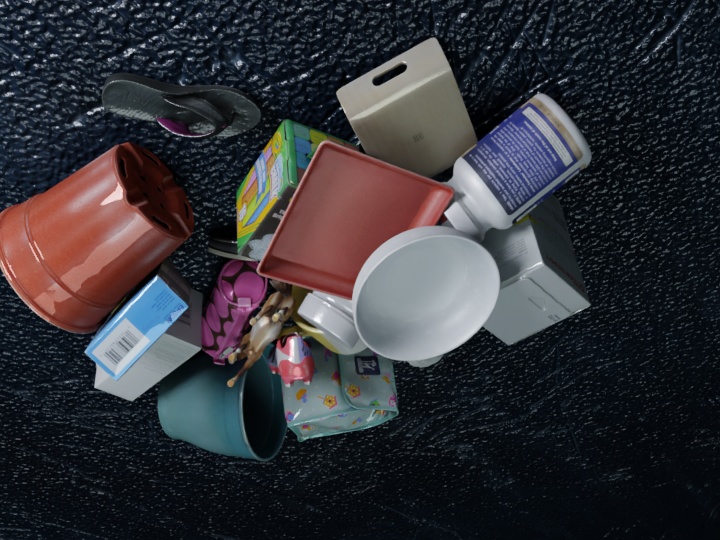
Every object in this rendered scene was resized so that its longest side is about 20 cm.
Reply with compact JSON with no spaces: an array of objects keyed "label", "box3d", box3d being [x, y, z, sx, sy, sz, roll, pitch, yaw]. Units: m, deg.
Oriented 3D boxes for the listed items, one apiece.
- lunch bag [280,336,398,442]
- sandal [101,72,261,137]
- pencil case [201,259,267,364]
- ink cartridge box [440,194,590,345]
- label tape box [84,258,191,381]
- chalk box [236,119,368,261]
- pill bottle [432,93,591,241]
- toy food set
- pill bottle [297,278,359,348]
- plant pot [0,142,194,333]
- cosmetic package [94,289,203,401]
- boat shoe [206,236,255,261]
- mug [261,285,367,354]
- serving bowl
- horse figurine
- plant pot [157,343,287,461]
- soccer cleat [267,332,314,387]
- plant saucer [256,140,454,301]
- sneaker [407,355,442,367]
[{"label":"lunch bag","box3d":[-0.035,0.191,1.490,0.197,0.173,0.122,-14,150,7]},{"label":"sandal","box3d":[-0.223,-0.195,1.067,0.197,0.049,0.076,5,140,-15]},{"label":"pencil case","box3d":[-0.203,0.067,1.349,0.089,0.095,0.201,14,145,-12]},{"label":"ink cartridge box","box3d":[0.219,-0.026,1.235,0.144,0.202,0.145,-31,137,27]},{"label":"label tape box","box3d":[-0.311,0.061,1.222,0.066,0.200,0.143,44,91,-12]},{"label":"chalk box","box3d":[-0.071,-0.109,1.144,0.123,0.125,0.200,18,134,-29]},{"label":"pill bottle","box3d":[0.195,-0.128,1.125,0.199,0.116,0.116,-39,137,5]},{"label":"toy food set","box3d":[0.068,-0.195,1.123,0.142,0.061,0.201,-27,141,6]},{"label":"pill bottle","box3d":[0.000,0.000,1.220,0.114,0.113,0.202,40,79,-44]},{"label":"plant pot","box3d":[-0.338,-0.054,1.126,0.194,0.203,0.200,-33,137,17]},{"label":"cosmetic package","box3d":[-0.347,0.115,1.391,0.081,0.114,0.199,27,132,-36]},{"label":"boat shoe","box3d":[-0.131,-0.047,1.282,0.196,0.073,0.064,3,99,-4]},{"label":"mug","box3d":[-0.047,0.055,1.365,0.184,0.151,0.154,15,158,21]},{"label":"serving bowl","box3d":[0.078,0.021,1.107,0.197,0.066,0.202,-10,128,-13]},{"label":"horse figurine","box3d":[-0.145,0.084,1.258,0.050,0.133,0.201,34,110,1]},{"label":"plant pot","box3d":[-0.247,0.229,1.501,0.185,0.203,0.201,-2,145,19]},{"label":"soccer cleat","box3d":[-0.108,0.127,1.321,0.066,0.078,0.200,-4,-175,-11]},{"label":"plant saucer","box3d":[-0.009,-0.059,1.083,0.198,0.037,0.201,16,119,-27]},{"label":"sneaker","box3d":[0.101,0.101,1.481,0.099,0.079,0.199,-31,137,23]}]
